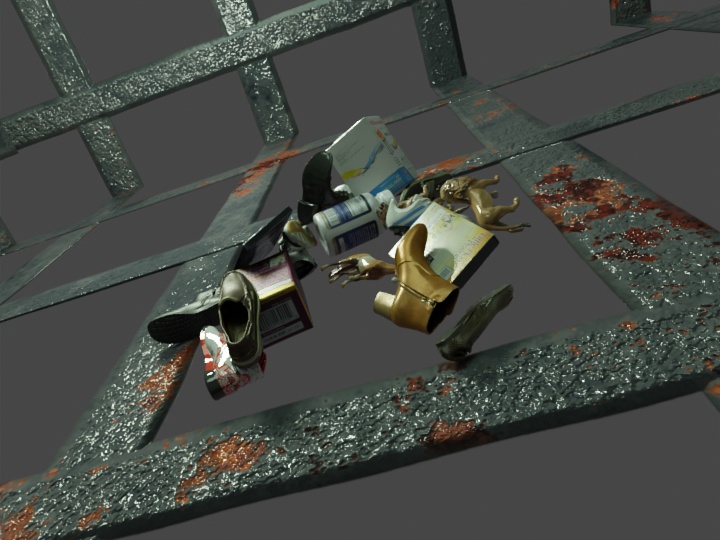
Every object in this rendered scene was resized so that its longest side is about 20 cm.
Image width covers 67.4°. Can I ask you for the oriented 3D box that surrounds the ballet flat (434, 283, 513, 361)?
[{"bbox_3d":[0.187,0.081,0.849,0.199,0.047,0.067,-35,-3,-40],"label":"ballet flat"}]

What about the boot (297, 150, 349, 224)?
[{"bbox_3d":[-0.081,-0.200,1.385,0.069,0.203,0.173,27,17,26],"label":"boot"}]

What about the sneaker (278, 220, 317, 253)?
[{"bbox_3d":[-0.165,-0.066,1.329,0.087,0.077,0.200,-30,-7,5],"label":"sneaker"}]

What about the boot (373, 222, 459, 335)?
[{"bbox_3d":[0.118,0.013,0.952,0.142,0.071,0.204,13,68,43],"label":"boot"}]

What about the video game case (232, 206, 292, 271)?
[{"bbox_3d":[-0.226,-0.051,1.205,0.143,0.019,0.200,-47,-1,-32],"label":"video game case"}]

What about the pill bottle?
[{"bbox_3d":[-0.007,-0.120,1.315,0.197,0.113,0.111,-24,25,-9],"label":"pill bottle"}]

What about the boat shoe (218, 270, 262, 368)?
[{"bbox_3d":[-0.212,0.066,0.935,0.074,0.075,0.204,-23,49,-3],"label":"boat shoe"}]

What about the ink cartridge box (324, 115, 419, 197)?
[{"bbox_3d":[0.034,-0.282,1.427,0.144,0.202,0.147,-34,2,24],"label":"ink cartridge box"}]

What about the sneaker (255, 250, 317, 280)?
[{"bbox_3d":[-0.188,0.008,1.226,0.198,0.076,0.082,-29,20,-21],"label":"sneaker"}]

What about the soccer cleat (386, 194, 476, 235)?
[{"bbox_3d":[0.154,-0.123,1.172,0.196,0.088,0.070,0,-3,2],"label":"soccer cleat"}]

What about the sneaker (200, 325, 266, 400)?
[{"bbox_3d":[-0.231,0.150,0.990,0.106,0.068,0.202,-23,28,-8],"label":"sneaker"}]

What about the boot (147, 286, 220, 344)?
[{"bbox_3d":[-0.374,0.096,1.223,0.196,0.071,0.132,-13,20,-12],"label":"boot"}]

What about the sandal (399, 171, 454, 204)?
[{"bbox_3d":[0.174,-0.196,1.382,0.199,0.081,0.057,-32,41,-24],"label":"sandal"}]

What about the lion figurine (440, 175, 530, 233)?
[{"bbox_3d":[0.256,-0.136,1.129,0.120,0.073,0.201,-14,40,-14],"label":"lion figurine"}]

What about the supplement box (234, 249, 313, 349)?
[{"bbox_3d":[-0.182,0.056,1.096,0.129,0.105,0.200,-23,25,-2],"label":"supplement box"}]

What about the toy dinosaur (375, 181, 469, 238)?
[{"bbox_3d":[0.145,-0.123,1.242,0.196,0.086,0.137,15,60,18],"label":"toy dinosaur"}]

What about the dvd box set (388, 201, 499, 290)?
[{"bbox_3d":[0.153,-0.042,1.035,0.147,0.029,0.200,-49,36,0],"label":"dvd box set"}]

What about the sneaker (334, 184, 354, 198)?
[{"bbox_3d":[-0.002,-0.219,1.576,0.197,0.076,0.116,-20,27,25],"label":"sneaker"}]

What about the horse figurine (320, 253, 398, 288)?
[{"bbox_3d":[0.000,0.000,1.131,0.131,0.051,0.199,-18,15,-27],"label":"horse figurine"}]
